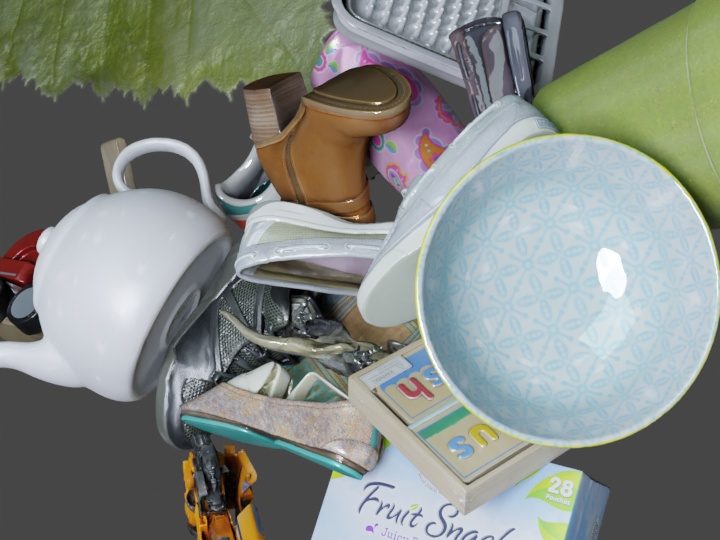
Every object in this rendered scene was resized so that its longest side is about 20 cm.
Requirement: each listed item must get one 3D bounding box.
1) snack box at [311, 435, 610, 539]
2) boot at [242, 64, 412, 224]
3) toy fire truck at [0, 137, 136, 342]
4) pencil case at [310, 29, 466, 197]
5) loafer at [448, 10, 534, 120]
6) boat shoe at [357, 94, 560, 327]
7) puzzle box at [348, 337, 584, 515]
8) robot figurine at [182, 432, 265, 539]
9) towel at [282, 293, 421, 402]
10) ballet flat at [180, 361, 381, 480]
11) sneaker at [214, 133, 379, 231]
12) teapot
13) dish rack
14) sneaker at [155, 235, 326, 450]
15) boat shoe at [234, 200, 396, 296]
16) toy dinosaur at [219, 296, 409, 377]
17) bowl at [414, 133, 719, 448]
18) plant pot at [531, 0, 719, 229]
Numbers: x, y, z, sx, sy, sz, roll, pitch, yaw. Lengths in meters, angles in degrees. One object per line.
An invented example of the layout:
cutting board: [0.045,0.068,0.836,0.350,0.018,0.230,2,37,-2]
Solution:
snack box: [0.061,0.208,0.828,0.199,0.068,0.170,11,76,34]
boot: [-0.015,-0.081,0.928,0.199,0.156,0.077,5,31,45]
toy fire truck: [-0.280,-0.017,1.131,0.175,0.129,0.201,7,59,34]
pencil case: [0.036,-0.121,0.970,0.087,0.087,0.201,-40,69,8]
loafer: [0.110,-0.100,0.892,0.062,0.072,0.202,-7,84,12]
boat shoe: [0.066,-0.044,0.841,0.201,0.070,0.072,-48,41,19]
puzzle box: [0.107,0.081,0.820,0.199,0.026,0.133,-26,47,-28]
robot figurine: [-0.101,0.223,0.889,0.058,0.146,0.201,-6,37,-14]
towel: [-0.019,0.056,0.984,0.147,0.022,0.200,-46,52,5]
ballet flat: [-0.058,0.110,0.886,0.199,0.068,0.068,10,72,38]
sneaker: [-0.047,-0.107,1.037,0.199,0.093,0.071,-39,53,10]
teapot: [-0.211,0.002,0.982,0.145,0.200,0.199,29,114,8]
dish rack: [0.073,-0.225,0.978,0.044,0.198,0.173,123,166,-53]
sneaker: [-0.096,0.069,0.966,0.114,0.076,0.200,19,73,42]
boat shoe: [-0.001,-0.001,0.924,0.200,0.075,0.065,15,54,-2]
toy dinosaur: [-0.019,0.059,0.878,0.198,0.088,0.048,15,77,2]
bowl: [0.135,0.015,0.777,0.198,0.108,0.202,0,87,2]
plant pot: [0.230,-0.104,0.822,0.189,0.199,0.202,-13,60,39]
